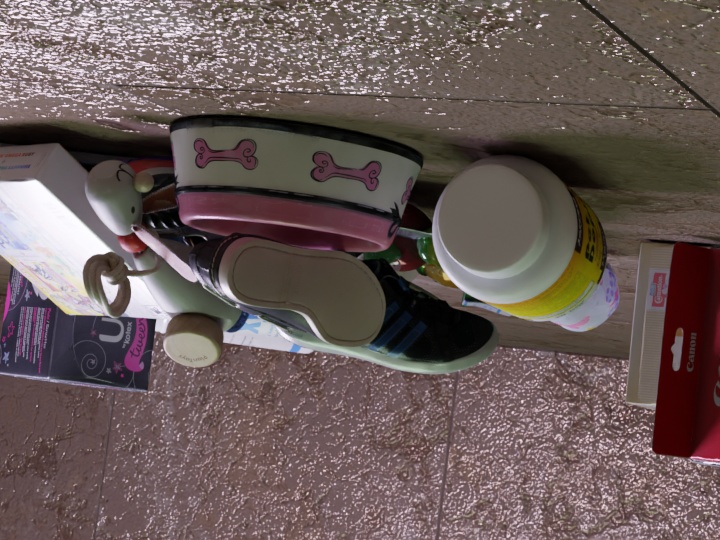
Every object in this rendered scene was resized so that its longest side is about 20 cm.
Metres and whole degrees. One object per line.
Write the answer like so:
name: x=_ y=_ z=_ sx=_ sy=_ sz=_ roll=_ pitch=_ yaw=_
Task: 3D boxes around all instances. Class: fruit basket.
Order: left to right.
fruit basket: x=0.062 y=-0.015 z=1.672 sx=0.198 sy=0.095 sz=0.185 roll=5 pitch=175 yaw=1

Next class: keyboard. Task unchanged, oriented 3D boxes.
keyboard: x=-0.251 y=-0.101 z=1.699 sx=0.198 sy=0.011 sz=0.056 roll=7 pitch=180 yaw=9

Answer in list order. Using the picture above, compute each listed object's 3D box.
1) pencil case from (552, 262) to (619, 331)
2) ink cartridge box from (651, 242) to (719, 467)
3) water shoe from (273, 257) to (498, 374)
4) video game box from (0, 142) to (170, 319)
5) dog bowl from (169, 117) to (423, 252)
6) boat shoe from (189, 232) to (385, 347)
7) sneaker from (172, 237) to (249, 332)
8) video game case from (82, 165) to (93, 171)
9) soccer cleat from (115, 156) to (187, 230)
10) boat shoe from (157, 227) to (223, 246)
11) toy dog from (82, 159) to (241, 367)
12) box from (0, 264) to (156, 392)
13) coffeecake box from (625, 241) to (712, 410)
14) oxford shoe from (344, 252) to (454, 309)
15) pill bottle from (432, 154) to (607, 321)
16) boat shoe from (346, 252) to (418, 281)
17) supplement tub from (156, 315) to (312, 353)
pencil case: x=0.180 y=0.010 z=1.865 sx=0.090 sy=0.084 sz=0.199 roll=9 pitch=177 yaw=33
ink cartridge box: x=0.364 y=0.081 z=1.713 sx=0.174 sy=0.202 sz=0.084 roll=9 pitch=174 yaw=-27
water shoe: x=0.023 y=0.034 z=1.610 sx=0.198 sy=0.079 sz=0.072 roll=7 pitch=-145 yaw=-3
video game box: x=-0.261 y=-0.032 z=1.663 sx=0.181 sy=0.047 sz=0.200 roll=-1 pitch=142 yaw=45
dog bowl: x=-0.054 y=-0.062 z=1.463 sx=0.198 sy=0.075 sz=0.200 roll=7 pitch=174 yaw=1
boat shoe: x=-0.056 y=0.011 z=1.519 sx=0.062 sy=0.073 sz=0.199 roll=12 pitch=174 yaw=41
sneaker: x=-0.181 y=-0.011 z=1.839 sx=0.077 sy=0.070 sz=0.200 roll=14 pitch=154 yaw=39
video game case: x=-0.296 y=-0.087 z=1.787 sx=0.142 sy=0.019 sz=0.200 roll=7 pitch=177 yaw=-28
soccer cleat: x=-0.120 y=-0.069 z=1.627 sx=0.199 sy=0.069 sz=0.073 roll=2 pitch=-153 yaw=-33
boat shoe: x=-0.136 y=-0.045 z=1.726 sx=0.198 sy=0.074 sz=0.074 roll=5 pitch=180 yaw=-22
toy dog: x=-0.138 y=-0.009 z=1.532 sx=0.096 sy=0.133 sz=0.200 roll=-15 pitch=153 yaw=19
box: x=-0.291 y=0.021 z=2.007 sx=0.131 sy=0.202 sz=0.114 roll=11 pitch=175 yaw=-39
coffeecake box: x=0.326 y=0.064 z=1.848 sx=0.072 sy=0.155 sz=0.200 roll=4 pitch=174 yaw=25
oxford shoe: x=0.021 y=0.030 z=1.714 sx=0.199 sy=0.058 sz=0.075 roll=22 pitch=-178 yaw=-35
pill bottle: x=0.119 y=-0.024 z=1.425 sx=0.108 sy=0.110 sz=0.200 roll=6 pitch=175 yaw=17
boat shoe: x=0.000 y=0.003 z=1.821 sx=0.063 sy=0.074 sz=0.201 roll=9 pitch=-158 yaw=20
supplement tub: x=-0.139 y=0.018 z=2.151 sx=0.198 sy=0.133 sz=0.132 roll=7 pitch=175 yaw=-11
